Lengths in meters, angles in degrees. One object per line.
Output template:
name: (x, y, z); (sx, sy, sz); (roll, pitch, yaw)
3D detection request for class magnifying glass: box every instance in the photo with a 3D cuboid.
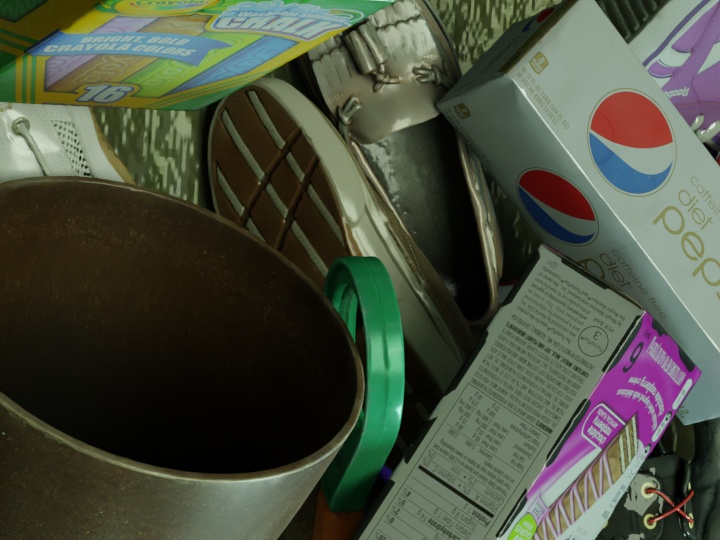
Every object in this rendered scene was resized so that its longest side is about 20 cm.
magnifying glass: (-0.007, 0.082, 1.216); (0.022, 0.080, 0.201); (-5, 128, -14)

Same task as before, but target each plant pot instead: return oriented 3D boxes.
plant pot: (-0.120, 0.096, 1.167); (0.186, 0.187, 0.201); (-2, 131, -36)

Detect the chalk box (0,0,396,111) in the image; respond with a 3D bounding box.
chalk box: (-0.069, -0.150, 1.090); (0.123, 0.200, 0.125); (1, 74, -35)

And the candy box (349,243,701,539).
candy box: (0.064, 0.100, 1.234); (0.201, 0.061, 0.136); (-57, 158, -1)

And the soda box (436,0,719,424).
soda box: (0.129, -0.027, 1.305); (0.200, 0.064, 0.068); (51, 59, -11)

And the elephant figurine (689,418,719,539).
elephant figurine: (0.223, 0.153, 1.460); (0.154, 0.200, 0.142); (-10, 62, 0)

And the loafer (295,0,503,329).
loafer: (0.024, -0.064, 1.316); (0.071, 0.063, 0.201); (-24, 114, 0)

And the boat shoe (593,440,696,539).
boat shoe: (0.123, 0.109, 1.321); (0.073, 0.063, 0.202); (0, 57, -49)

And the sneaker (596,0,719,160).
sneaker: (0.144, -0.081, 1.410); (0.200, 0.072, 0.115); (-36, 118, -28)

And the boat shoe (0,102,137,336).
boat shoe: (-0.153, -0.053, 1.194); (0.069, 0.071, 0.201); (-46, 121, -22)

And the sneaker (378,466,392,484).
sneaker: (0.046, 0.129, 1.363); (0.200, 0.100, 0.070); (39, 29, -11)

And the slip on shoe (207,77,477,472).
slip on shoe: (0.000, 0.000, 1.291); (0.201, 0.076, 0.060); (57, 33, 6)

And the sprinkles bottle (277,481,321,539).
sprinkles bottle: (-0.020, 0.154, 1.321); (0.068, 0.068, 0.201); (-27, 112, -31)

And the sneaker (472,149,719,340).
sneaker: (0.151, -0.007, 1.416); (0.198, 0.071, 0.113); (1, 59, -4)
